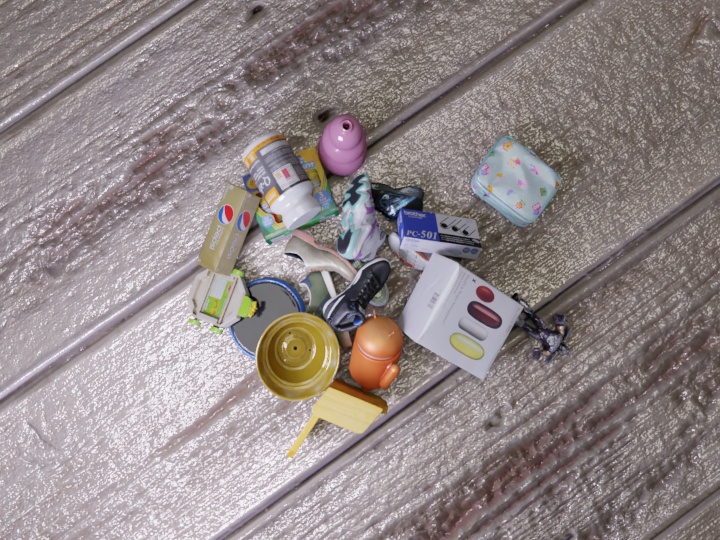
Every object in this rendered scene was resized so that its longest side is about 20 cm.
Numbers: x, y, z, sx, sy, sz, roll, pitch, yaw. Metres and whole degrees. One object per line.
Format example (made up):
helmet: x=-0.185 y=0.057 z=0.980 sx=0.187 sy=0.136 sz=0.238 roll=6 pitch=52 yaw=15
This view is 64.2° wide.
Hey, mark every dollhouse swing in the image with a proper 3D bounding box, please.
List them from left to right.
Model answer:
dollhouse swing: x=-0.050 y=0.355 z=1.301 sx=0.177 sy=0.200 sz=0.181 roll=20 pitch=85 yaw=2

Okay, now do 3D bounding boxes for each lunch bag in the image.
lunch bag: x=0.373 y=-0.216 z=1.409 sx=0.198 sy=0.077 sz=0.162 roll=37 pitch=88 yaw=4

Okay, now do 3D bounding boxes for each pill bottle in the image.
pill bottle: x=-0.179 y=-0.205 z=1.321 sx=0.114 sy=0.116 sz=0.203 roll=-31 pitch=85 yaw=-2

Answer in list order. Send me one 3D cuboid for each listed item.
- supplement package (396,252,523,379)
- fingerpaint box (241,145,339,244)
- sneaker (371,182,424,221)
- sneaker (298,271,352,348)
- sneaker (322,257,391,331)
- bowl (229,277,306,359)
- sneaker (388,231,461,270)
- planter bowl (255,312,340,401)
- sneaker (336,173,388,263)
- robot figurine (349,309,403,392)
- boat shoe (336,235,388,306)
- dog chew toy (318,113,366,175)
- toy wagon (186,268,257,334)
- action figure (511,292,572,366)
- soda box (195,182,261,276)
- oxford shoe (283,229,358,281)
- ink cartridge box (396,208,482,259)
supplement package: x=0.222 y=0.102 z=1.308 sx=0.197 sy=0.147 sz=0.195 roll=29 pitch=92 yaw=-19
fingerpaint box: x=-0.170 y=-0.184 z=1.414 sx=0.195 sy=0.073 sz=0.171 roll=-21 pitch=84 yaw=-1
sneaker: x=0.060 y=-0.167 z=1.410 sx=0.193 sy=0.073 sz=0.085 roll=3 pitch=84 yaw=1
sneaker: x=-0.089 y=0.100 z=1.392 sx=0.087 sy=0.067 sz=0.206 roll=-19 pitch=78 yaw=-3
sneaker: x=0.008 y=0.066 z=1.298 sx=0.199 sy=0.112 sz=0.073 roll=-43 pitch=118 yaw=1
bowl: x=-0.229 y=0.120 z=1.406 sx=0.193 sy=0.039 sz=0.208 roll=0 pitch=85 yaw=1
sneaker: x=0.160 y=-0.047 z=1.410 sx=0.197 sy=0.077 sz=0.083 roll=31 pitch=66 yaw=-2
planter bowl: x=-0.149 y=0.191 z=1.343 sx=0.193 sy=0.083 sz=0.208 roll=-2 pitch=98 yaw=-13
sneaker: x=0.021 y=-0.116 z=1.371 sx=0.137 sy=0.077 sz=0.207 roll=19 pitch=82 yaw=-39
robot figurine: x=0.037 y=0.190 z=1.321 sx=0.113 sy=0.146 sz=0.204 roll=12 pitch=128 yaw=2
boat shoe: x=0.000 y=0.000 z=1.401 sx=0.071 sy=0.062 sz=0.202 roll=-35 pitch=85 yaw=-2
dog chew toy: x=-0.040 y=-0.304 z=1.357 sx=0.120 sy=0.200 sz=0.129 roll=1 pitch=82 yaw=-5
toy wagon: x=-0.326 y=0.072 z=1.378 sx=0.195 sy=0.040 sz=0.160 roll=16 pitch=79 yaw=21
action figure: x=0.431 y=0.145 z=1.381 sx=0.198 sy=0.069 sz=0.132 roll=37 pitch=77 yaw=-1
soda box: x=-0.310 y=-0.095 z=1.349 sx=0.063 sy=0.067 sz=0.205 roll=22 pitch=91 yaw=23
oxford shoe: x=-0.093 y=-0.018 z=1.368 sx=0.196 sy=0.071 sz=0.075 roll=30 pitch=73 yaw=16
ink cartridge box: x=0.187 y=-0.087 z=1.373 sx=0.193 sy=0.045 sz=0.096 roll=7 pitch=49 yaw=-12
